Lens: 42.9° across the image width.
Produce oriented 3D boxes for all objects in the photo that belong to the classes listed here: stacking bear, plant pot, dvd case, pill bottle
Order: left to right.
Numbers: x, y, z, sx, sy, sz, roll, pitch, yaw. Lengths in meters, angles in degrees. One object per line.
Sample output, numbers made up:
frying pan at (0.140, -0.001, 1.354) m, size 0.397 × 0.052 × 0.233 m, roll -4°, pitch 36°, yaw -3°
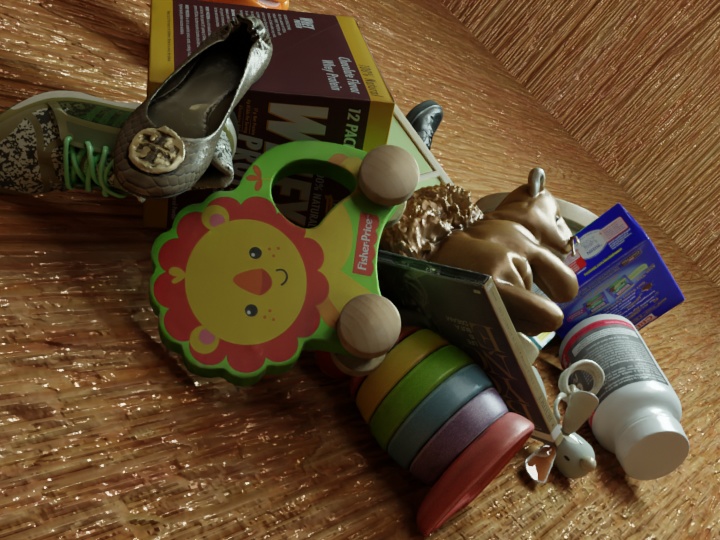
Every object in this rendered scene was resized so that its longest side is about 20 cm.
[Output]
stacking bear at (0.038, 0.098, 0.770) m, size 0.200 × 0.114 × 0.121 m, roll 45°, pitch 22°, yaw 19°
dvd case at (0.085, 0.067, 0.795) m, size 0.148 × 0.016 × 0.201 m, roll 14°, pitch -36°, yaw 45°
plant pot at (0.247, -0.027, 1.298) m, size 0.198 × 0.094 × 0.201 m, roll 16°, pitch -15°, yaw 4°
pill bottle at (0.326, 0.155, 1.131) m, size 0.110 × 0.111 × 0.201 m, roll 30°, pitch 25°, yaw -27°

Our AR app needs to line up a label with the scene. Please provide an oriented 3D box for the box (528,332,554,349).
box at (0.150, 0.029, 1.144) m, size 0.200 × 0.049 × 0.082 m, roll 48°, pitch 22°, yaw 11°

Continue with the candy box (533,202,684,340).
candy box at (0.325, 0.025, 1.231) m, size 0.200 × 0.168 × 0.077 m, roll 40°, pitch 18°, yaw -49°

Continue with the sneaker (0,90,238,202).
sneaker at (-0.179, -0.082, 0.664) m, size 0.197 × 0.078 × 0.089 m, roll -9°, pitch 33°, yaw -16°

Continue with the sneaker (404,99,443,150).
sneaker at (0.067, -0.125, 1.153) m, size 0.104 × 0.200 × 0.060 m, roll 34°, pitch -24°, yaw 25°

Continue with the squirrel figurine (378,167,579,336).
squirrel figurine at (0.113, -0.026, 0.861) m, size 0.199 × 0.142 × 0.187 m, roll 30°, pitch 55°, yaw 6°

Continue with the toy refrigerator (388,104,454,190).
toy refrigerator at (0.047, -0.097, 1.019) m, size 0.075 × 0.070 × 0.201 m, roll -16°, pitch 54°, yaw -21°

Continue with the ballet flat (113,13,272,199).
ballet flat at (-0.114, -0.126, 0.657) m, size 0.067 × 0.046 × 0.201 m, roll 30°, pitch 48°, yaw -2°

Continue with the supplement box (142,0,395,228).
supplement box at (-0.093, -0.141, 0.828) m, size 0.197 × 0.134 × 0.198 m, roll 2°, pitch 34°, yaw -14°

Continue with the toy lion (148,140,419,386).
toy lion at (-0.061, -0.010, 0.700) m, size 0.189 × 0.069 × 0.202 m, roll 11°, pitch 68°, yaw -7°

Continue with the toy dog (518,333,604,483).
toy dog at (0.184, 0.142, 0.920) m, size 0.198 × 0.133 × 0.096 m, roll 22°, pitch -1°, yaw -24°

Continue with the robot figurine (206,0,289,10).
robot figurine at (-0.152, -0.309, 1.047) m, size 0.143 × 0.200 × 0.117 m, roll 32°, pitch 25°, yaw -21°
